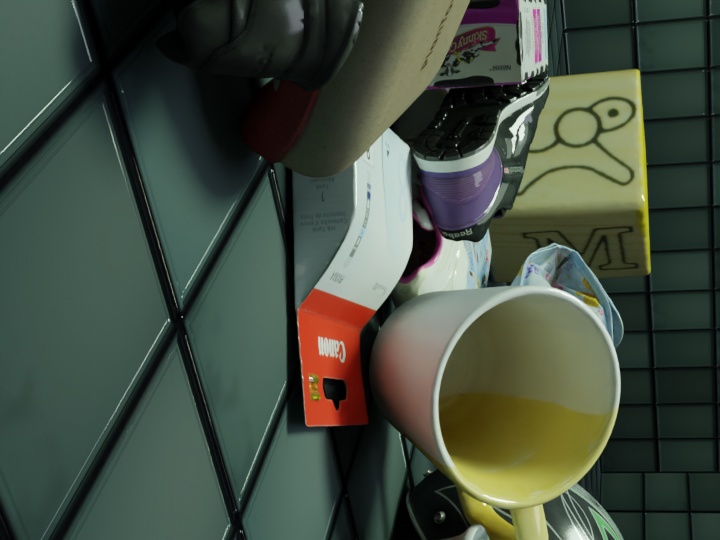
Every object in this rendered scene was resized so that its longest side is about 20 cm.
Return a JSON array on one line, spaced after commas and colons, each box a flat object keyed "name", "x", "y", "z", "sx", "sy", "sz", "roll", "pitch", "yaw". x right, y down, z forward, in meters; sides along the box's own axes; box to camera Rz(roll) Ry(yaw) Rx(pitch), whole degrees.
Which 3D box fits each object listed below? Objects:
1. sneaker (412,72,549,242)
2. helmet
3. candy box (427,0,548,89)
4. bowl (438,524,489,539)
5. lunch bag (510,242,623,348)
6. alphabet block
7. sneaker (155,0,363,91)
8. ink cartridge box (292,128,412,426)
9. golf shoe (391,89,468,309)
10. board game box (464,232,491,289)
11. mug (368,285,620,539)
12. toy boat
[{"name": "sneaker", "x": 0.097, "y": -0.091, "z": 0.941, "sx": 0.200, "sy": 0.076, "sz": 0.088, "roll": -47, "pitch": 134, "yaw": -49}, {"name": "helmet", "x": 0.124, "y": 0.250, "z": 0.986, "sx": 0.200, "sy": 0.200, "sz": 0.191, "roll": 2, "pitch": 103, "yaw": -76}, {"name": "candy box", "x": 0.063, "y": -0.169, "z": 0.889, "sx": 0.200, "sy": 0.136, "sz": 0.061, "roll": -41, "pitch": 129, "yaw": -71}, {"name": "bowl", "x": 0.039, "y": 0.273, "z": 0.809, "sx": 0.201, "sy": 0.090, "sz": 0.202, "roll": -3, "pitch": 90, "yaw": -76}, {"name": "lunch bag", "x": 0.172, "y": 0.092, "z": 1.183, "sx": 0.200, "sy": 0.127, "sz": 0.170, "roll": -80, "pitch": -166, "yaw": -47}, {"name": "alphabet block", "x": 0.247, "y": -0.110, "z": 1.465, "sx": 0.196, "sy": 0.199, "sz": 0.196, "roll": 59, "pitch": 32, "yaw": -62}, {"name": "sneaker", "x": -0.065, "y": -0.172, "z": 0.511, "sx": 0.091, "sy": 0.076, "sz": 0.200, "roll": -6, "pitch": 70, "yaw": -34}, {"name": "ink cartridge box", "x": 0.000, "y": 0.000, "z": 0.787, "sx": 0.160, "sy": 0.047, "sz": 0.201, "roll": 26, "pitch": 60, "yaw": -74}, {"name": "golf shoe", "x": 0.052, "y": -0.063, "z": 0.956, "sx": 0.092, "sy": 0.075, "sz": 0.201, "roll": 41, "pitch": 47, "yaw": -66}, {"name": "board game box", "x": 0.087, "y": -0.033, "z": 1.145, "sx": 0.200, "sy": 0.041, "sz": 0.200, "roll": -75, "pitch": 158, "yaw": -50}, {"name": "mug", "x": 0.075, "y": 0.095, "z": 0.864, "sx": 0.153, "sy": 0.149, "sz": 0.187, "roll": 13, "pitch": -95, "yaw": 64}, {"name": "toy boat", "x": -0.018, "y": -0.147, "z": 0.607, "sx": 0.131, "sy": 0.131, "sz": 0.200, "roll": -49, "pitch": 168, "yaw": -48}]
